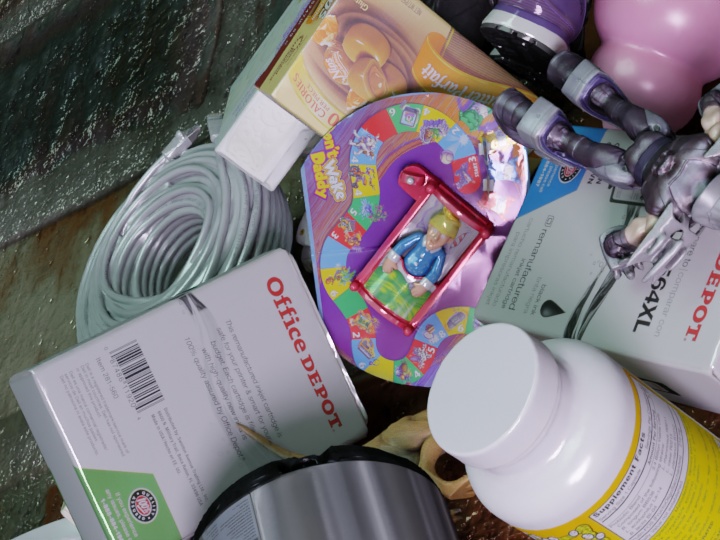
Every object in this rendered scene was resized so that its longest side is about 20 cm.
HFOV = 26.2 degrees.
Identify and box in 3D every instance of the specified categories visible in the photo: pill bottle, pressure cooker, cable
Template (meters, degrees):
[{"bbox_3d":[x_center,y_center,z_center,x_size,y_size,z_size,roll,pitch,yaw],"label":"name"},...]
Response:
[{"bbox_3d":[0.126,0.104,0.839,0.104,0.199,0.105,-28,44,32],"label":"pill bottle"},{"bbox_3d":[-0.008,0.230,0.911,0.201,0.176,0.177,-110,20,-44],"label":"pressure cooker"},{"bbox_3d":[-0.141,-0.004,1.217,0.200,0.069,0.201,-44,38,12],"label":"cable"}]

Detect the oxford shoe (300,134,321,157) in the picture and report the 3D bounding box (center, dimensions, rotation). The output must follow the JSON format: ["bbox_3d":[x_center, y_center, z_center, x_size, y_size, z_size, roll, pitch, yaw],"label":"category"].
[{"bbox_3d":[-0.024,-0.115,1.274,0.076,0.057,0.200,-57,14,2],"label":"oxford shoe"}]

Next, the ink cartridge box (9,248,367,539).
[{"bbox_3d":[-0.115,0.093,1.056,0.199,0.147,0.084,-26,3,-25],"label":"ink cartridge box"}]

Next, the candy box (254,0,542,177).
[{"bbox_3d":[0.038,-0.118,1.098,0.116,0.199,0.055,-54,24,2],"label":"candy box"}]

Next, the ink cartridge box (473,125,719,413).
[{"bbox_3d":[0.186,-0.003,0.946,0.199,0.084,0.147,11,72,52],"label":"ink cartridge box"}]

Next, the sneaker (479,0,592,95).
[{"bbox_3d":[0.136,-0.178,1.068,0.200,0.075,0.088,19,-86,-82],"label":"sneaker"}]

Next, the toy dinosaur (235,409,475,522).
[{"bbox_3d":[0.030,0.121,1.030,0.198,0.061,0.107,-21,54,-11],"label":"toy dinosaur"}]

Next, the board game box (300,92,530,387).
[{"bbox_3d":[0.039,-0.017,1.038,0.156,0.039,0.203,-6,97,9],"label":"board game box"}]

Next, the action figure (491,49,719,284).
[{"bbox_3d":[0.166,-0.066,0.895,0.130,0.069,0.200,-46,40,0],"label":"action figure"}]

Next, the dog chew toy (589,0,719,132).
[{"bbox_3d":[0.212,-0.180,1.026,0.124,0.124,0.202,22,90,53],"label":"dog chew toy"}]

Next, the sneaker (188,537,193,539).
[{"bbox_3d":[-0.075,0.210,1.109,0.105,0.075,0.202,8,71,39],"label":"sneaker"}]

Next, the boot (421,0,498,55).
[{"bbox_3d":[0.051,-0.206,1.179,0.069,0.132,0.201,-3,48,45],"label":"boot"}]

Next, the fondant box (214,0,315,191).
[{"bbox_3d":[-0.046,-0.161,1.218,0.145,0.058,0.200,-52,14,16],"label":"fondant box"}]

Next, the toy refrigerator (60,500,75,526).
[{"bbox_3d":[-0.174,0.144,1.186,0.076,0.070,0.200,-46,11,5],"label":"toy refrigerator"}]

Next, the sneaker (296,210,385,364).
[{"bbox_3d":[0.000,0.000,1.172,0.115,0.074,0.202,-23,39,39],"label":"sneaker"}]

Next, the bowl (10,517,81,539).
[{"bbox_3d":[-0.214,0.259,1.168,0.199,0.091,0.201,-15,12,3],"label":"bowl"}]
